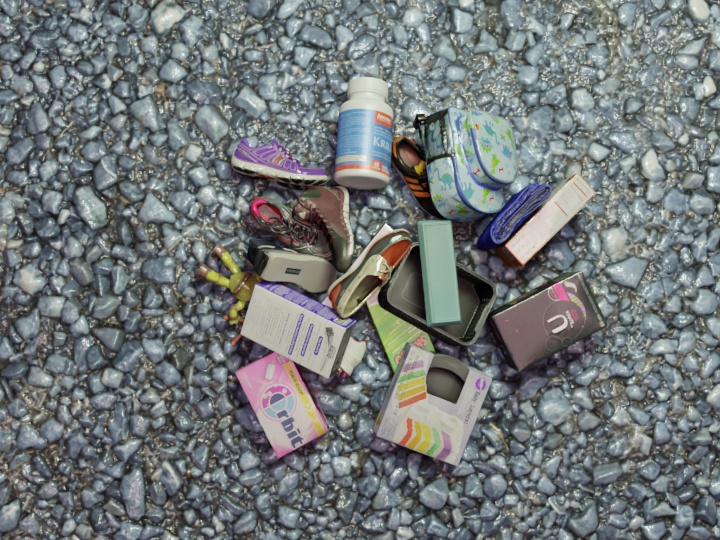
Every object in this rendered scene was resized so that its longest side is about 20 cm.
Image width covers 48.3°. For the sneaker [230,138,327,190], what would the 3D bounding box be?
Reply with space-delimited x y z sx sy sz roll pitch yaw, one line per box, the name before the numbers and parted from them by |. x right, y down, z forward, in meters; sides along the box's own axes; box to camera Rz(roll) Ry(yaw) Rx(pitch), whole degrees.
sneaker | -0.158 -0.217 1.604 0.197 0.081 0.085 15 81 -1

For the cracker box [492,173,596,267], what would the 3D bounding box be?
cracker box | 0.357 -0.096 1.578 0.200 0.134 0.058 -44 89 -2

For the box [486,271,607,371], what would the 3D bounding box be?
box | 0.363 0.098 1.588 0.198 0.106 0.123 -28 89 -1

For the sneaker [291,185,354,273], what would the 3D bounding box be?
sneaker | -0.078 -0.084 1.559 0.114 0.076 0.202 8 50 -19

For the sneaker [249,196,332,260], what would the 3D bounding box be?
sneaker | -0.136 -0.079 1.601 0.198 0.075 0.081 27 88 -1

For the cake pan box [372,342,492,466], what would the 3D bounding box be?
cake pan box | 0.145 0.262 1.595 0.182 0.052 0.202 23 92 -9

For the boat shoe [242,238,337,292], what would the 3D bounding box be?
boat shoe | -0.138 -0.017 1.581 0.093 0.199 0.075 41 107 41

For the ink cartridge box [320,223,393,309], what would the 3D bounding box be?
ink cartridge box | 0.000 0.000 1.591 0.044 0.094 0.201 39 89 0

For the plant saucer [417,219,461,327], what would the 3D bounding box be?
plant saucer | 0.152 0.003 1.526 0.069 0.019 0.203 -4 84 -11

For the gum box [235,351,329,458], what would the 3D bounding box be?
gum box | -0.152 0.262 1.597 0.112 0.066 0.202 -27 90 0

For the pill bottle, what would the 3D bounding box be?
pill bottle | 0.008 -0.270 1.583 0.110 0.112 0.203 3 82 -1

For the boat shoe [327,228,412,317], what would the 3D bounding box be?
boat shoe | 0.024 0.006 1.499 0.200 0.063 0.071 -42 129 3

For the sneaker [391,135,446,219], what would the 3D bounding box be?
sneaker | 0.126 -0.182 1.598 0.070 0.090 0.201 -39 89 -1

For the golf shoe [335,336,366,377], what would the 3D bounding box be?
golf shoe | -0.072 0.119 1.607 0.091 0.075 0.200 -44 92 -17

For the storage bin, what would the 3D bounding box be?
storage bin | 0.149 0.049 1.576 0.198 0.094 0.137 28 80 -6

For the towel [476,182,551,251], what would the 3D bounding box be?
towel | 0.286 -0.104 1.544 0.148 0.200 0.050 -43 87 -2

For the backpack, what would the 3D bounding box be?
backpack | 0.210 -0.202 1.533 0.146 0.182 0.203 -12 79 42

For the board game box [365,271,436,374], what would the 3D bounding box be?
board game box | 0.079 0.111 1.623 0.094 0.030 0.202 -22 86 -3

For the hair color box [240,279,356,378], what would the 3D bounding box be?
hair color box | -0.119 0.108 1.530 0.198 0.065 0.111 26 110 15

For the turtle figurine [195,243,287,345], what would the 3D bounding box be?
turtle figurine | -0.247 0.034 1.601 0.160 0.064 0.201 34 89 0
